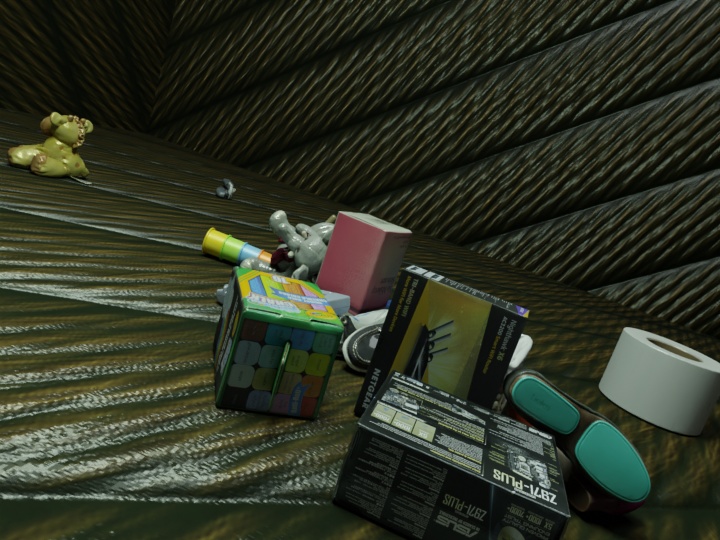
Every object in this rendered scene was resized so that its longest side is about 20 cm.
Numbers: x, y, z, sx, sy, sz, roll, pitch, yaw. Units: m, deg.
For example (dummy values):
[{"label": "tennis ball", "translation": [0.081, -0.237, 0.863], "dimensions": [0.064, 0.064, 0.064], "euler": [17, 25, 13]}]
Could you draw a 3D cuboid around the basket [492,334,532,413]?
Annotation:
[{"label": "basket", "translation": [0.163, 0.147, 0.805], "dimensions": [0.135, 0.124, 0.200], "euler": [23, 12, 21]}]

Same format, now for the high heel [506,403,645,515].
[{"label": "high heel", "translation": [0.272, 0.237, 0.712], "dimensions": [0.096, 0.068, 0.200], "euler": [9, 27, -22]}]

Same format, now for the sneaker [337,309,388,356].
[{"label": "sneaker", "translation": [-0.004, 0.107, 0.904], "dimensions": [0.199, 0.072, 0.072], "euler": [-3, -19, -39]}]

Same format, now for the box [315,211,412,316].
[{"label": "box", "translation": [0.000, 0.000, 1.027], "dimensions": [0.109, 0.201, 0.128], "euler": [24, 13, 24]}]

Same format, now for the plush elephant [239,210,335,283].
[{"label": "plush elephant", "translation": [-0.122, -0.033, 1.068], "dimensions": [0.200, 0.165, 0.155], "euler": [36, -27, -1]}]

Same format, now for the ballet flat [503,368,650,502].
[{"label": "ballet flat", "translation": [0.250, 0.184, 0.636], "dimensions": [0.200, 0.068, 0.068], "euler": [43, 1, 3]}]

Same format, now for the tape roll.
[{"label": "tape roll", "translation": [0.613, 0.221, 1.105], "dimensions": [0.202, 0.140, 0.203], "euler": [18, 12, -4]}]

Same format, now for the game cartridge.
[{"label": "game cartridge", "translation": [-0.125, 0.050, 0.918], "dimensions": [0.199, 0.042, 0.133], "euler": [8, 2, 28]}]

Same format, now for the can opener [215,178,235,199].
[{"label": "can opener", "translation": [-0.499, -0.307, 2.000], "dimensions": [0.066, 0.053, 0.200], "euler": [13, 13, -19]}]

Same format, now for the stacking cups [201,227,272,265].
[{"label": "stacking cups", "translation": [-0.234, -0.032, 1.155], "dimensions": [0.199, 0.061, 0.061], "euler": [19, 12, 3]}]

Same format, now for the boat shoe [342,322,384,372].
[{"label": "boat shoe", "translation": [0.061, 0.113, 0.860], "dimensions": [0.199, 0.074, 0.060], "euler": [-1, -20, -42]}]

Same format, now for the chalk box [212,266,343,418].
[{"label": "chalk box", "translation": [-0.102, 0.092, 0.656], "dimensions": [0.123, 0.125, 0.200], "euler": [13, 14, -21]}]

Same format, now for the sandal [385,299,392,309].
[{"label": "sandal", "translation": [0.109, 0.095, 1.048], "dimensions": [0.079, 0.087, 0.200], "euler": [9, 13, -31]}]

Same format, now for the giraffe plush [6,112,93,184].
[{"label": "giraffe plush", "translation": [-0.793, -0.335, 1.421], "dimensions": [0.199, 0.163, 0.173], "euler": [15, 12, -13]}]

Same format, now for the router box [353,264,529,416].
[{"label": "router box", "translation": [0.097, 0.114, 0.668], "dimensions": [0.157, 0.201, 0.052], "euler": [21, 12, 16]}]

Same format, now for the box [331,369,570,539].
[{"label": "box", "translation": [0.095, 0.200, 0.554], "dimensions": [0.199, 0.087, 0.164], "euler": [21, 12, 11]}]

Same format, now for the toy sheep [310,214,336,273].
[{"label": "toy sheep", "translation": [-0.080, -0.053, 1.315], "dimensions": [0.137, 0.138, 0.200], "euler": [14, 19, -18]}]
